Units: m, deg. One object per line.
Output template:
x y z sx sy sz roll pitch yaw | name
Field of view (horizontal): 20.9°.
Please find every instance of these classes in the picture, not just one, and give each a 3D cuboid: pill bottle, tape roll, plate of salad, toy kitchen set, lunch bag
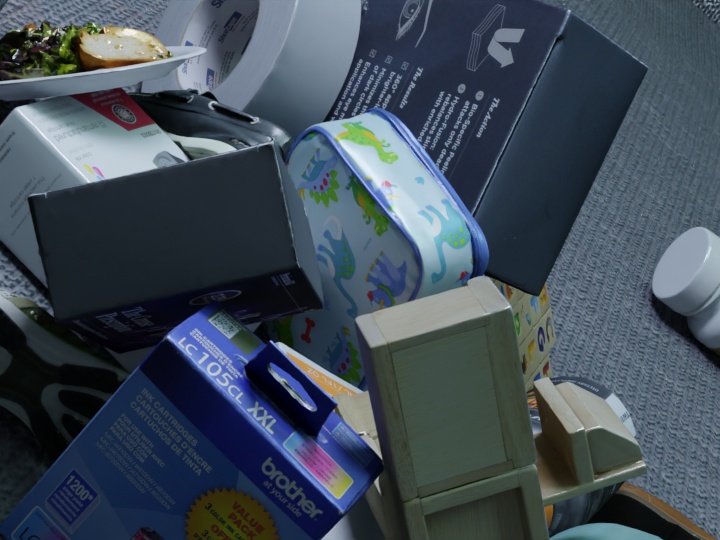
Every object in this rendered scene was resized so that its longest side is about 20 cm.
0.133 0.152 1.462 0.106 0.106 0.200 46 24 8 | pill bottle
-0.089 -0.173 1.541 0.066 0.200 0.201 24 30 -35 | tape roll
-0.208 -0.152 1.366 0.200 0.199 0.048 -34 119 -66 | plate of salad
0.074 0.058 1.143 0.200 0.163 0.181 -122 -162 -62 | toy kitchen set
0.000 0.000 1.392 0.082 0.200 0.161 -18 59 -37 | lunch bag
0.412 0.043 2.069 0.200 0.114 0.114 33 25 -20 | pill bottle

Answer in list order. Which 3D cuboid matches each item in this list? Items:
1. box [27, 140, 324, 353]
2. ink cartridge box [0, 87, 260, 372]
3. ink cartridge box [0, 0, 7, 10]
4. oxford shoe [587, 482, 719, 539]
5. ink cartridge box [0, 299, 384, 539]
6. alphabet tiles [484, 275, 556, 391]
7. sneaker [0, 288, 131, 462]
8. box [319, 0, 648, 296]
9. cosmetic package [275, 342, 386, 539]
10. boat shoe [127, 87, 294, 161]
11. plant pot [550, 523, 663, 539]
-0.101 -0.009 1.149 0.200 0.141 0.079 66 9 -82 | box
-0.156 -0.026 1.335 0.200 0.086 0.148 44 23 6 | ink cartridge box
-0.352 -0.252 1.422 0.200 0.076 0.148 39 24 -6 | ink cartridge box
0.273 0.236 1.588 0.200 0.071 0.071 41 18 -2 | oxford shoe
-0.084 0.114 1.068 0.136 0.200 0.076 43 24 3 | ink cartridge box
0.134 0.042 1.647 0.200 0.006 0.167 -40 121 -66 | alphabet tiles
-0.182 0.058 1.178 0.200 0.077 0.089 39 15 -15 | sneaker
0.077 -0.112 1.479 0.200 0.197 0.117 27 2 43 | box
-0.030 0.148 1.256 0.101 0.071 0.200 31 27 -25 | cosmetic package
-0.121 -0.102 1.437 0.199 0.066 0.075 17 -39 51 | boat shoe
0.141 0.252 1.224 0.200 0.200 0.196 47 15 9 | plant pot
